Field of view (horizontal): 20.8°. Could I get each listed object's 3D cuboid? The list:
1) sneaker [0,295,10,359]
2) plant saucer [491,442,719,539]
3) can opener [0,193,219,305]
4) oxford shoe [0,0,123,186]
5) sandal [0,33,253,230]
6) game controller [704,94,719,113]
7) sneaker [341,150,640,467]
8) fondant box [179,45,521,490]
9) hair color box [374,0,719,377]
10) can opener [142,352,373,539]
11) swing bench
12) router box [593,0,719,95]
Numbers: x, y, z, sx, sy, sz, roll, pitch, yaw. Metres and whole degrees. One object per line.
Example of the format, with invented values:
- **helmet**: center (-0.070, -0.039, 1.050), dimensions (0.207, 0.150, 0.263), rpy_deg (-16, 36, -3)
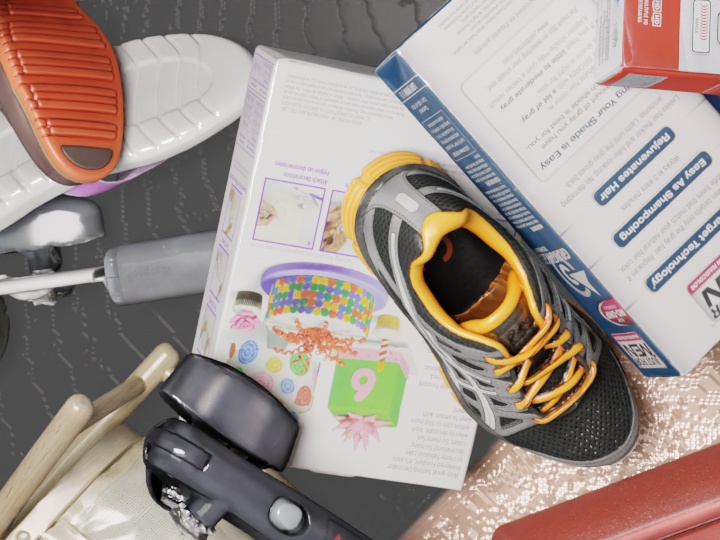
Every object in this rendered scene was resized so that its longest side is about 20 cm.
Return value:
- **sneaker**: center (-0.268, -0.026, 1.069), dimensions (0.076, 0.091, 0.200), rpy_deg (-38, 81, 16)
- **plant saucer**: center (0.186, 0.194, 0.992), dimensions (0.199, 0.037, 0.200), rpy_deg (-24, 90, 21)
- **can opener**: center (-0.117, -0.017, 1.049), dimensions (0.199, 0.053, 0.067), rpy_deg (-9, 93, 15)
- **oxford shoe**: center (-0.183, -0.115, 1.033), dimensions (0.073, 0.071, 0.200), rpy_deg (-45, 57, 32)
- **sandal**: center (-0.145, -0.068, 1.049), dimensions (0.202, 0.050, 0.083), rpy_deg (-22, 54, 4)
- **game controller**: center (0.201, -0.070, 0.960), dimensions (0.199, 0.042, 0.105), rpy_deg (18, 101, 14)
- **sneaker**: center (0.069, 0.030, 0.939), dimensions (0.078, 0.077, 0.200), rpy_deg (-47, 113, -3)
- **fondant box**: center (0.000, 0.000, 0.983), dimensions (0.144, 0.058, 0.201), rpy_deg (9, 99, -18)
- **hair color box**: center (0.111, -0.055, 0.921), dimensions (0.100, 0.061, 0.200), rpy_deg (-42, 94, -10)
- **can opener**: center (-0.026, 0.123, 0.941), dimensions (0.200, 0.063, 0.079), rpy_deg (41, 83, -24)
- **swing bench**: center (-0.115, 0.185, 1.036), dimensions (0.199, 0.130, 0.200), rpy_deg (44, 111, 6)
- **router box**: center (0.201, -0.179, 0.889), dimensions (0.179, 0.049, 0.201), rpy_deg (3, 85, -8)
